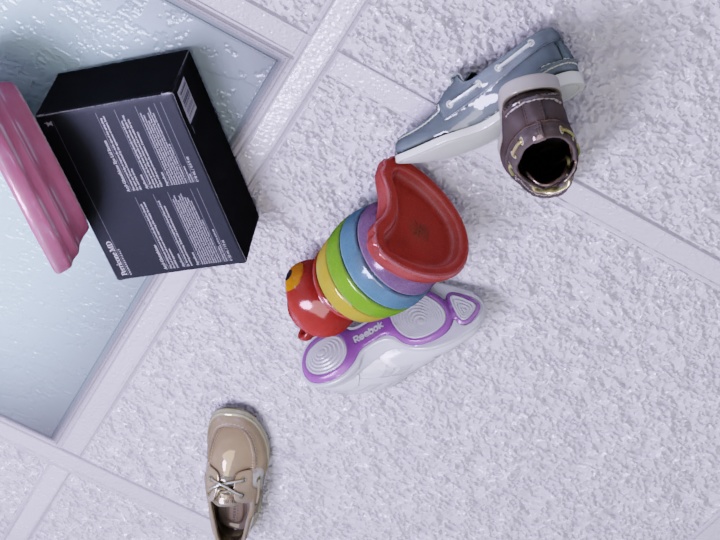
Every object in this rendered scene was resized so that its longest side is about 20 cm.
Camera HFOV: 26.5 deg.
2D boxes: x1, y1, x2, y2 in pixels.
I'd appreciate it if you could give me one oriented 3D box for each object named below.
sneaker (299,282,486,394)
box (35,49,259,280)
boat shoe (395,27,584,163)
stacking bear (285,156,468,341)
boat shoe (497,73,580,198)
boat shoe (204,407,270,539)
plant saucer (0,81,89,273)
[{"bbox_3d":[0.039,0.072,1.559,0.199,0.075,0.100,-21,153,18],"label":"sneaker"},{"bbox_3d":[-0.197,-0.096,1.445,0.140,0.079,0.201,-9,128,15],"label":"box"},{"bbox_3d":[0.108,-0.151,1.363,0.199,0.073,0.062,-25,78,36],"label":"boat shoe"},{"bbox_3d":[0.000,0.000,1.472,0.113,0.122,0.200,29,139,-26],"label":"stacking bear"},{"bbox_3d":[0.157,-0.101,1.328,0.071,0.060,0.200,-12,158,5],"label":"boat shoe"},{"bbox_3d":[-0.143,0.239,1.726,0.072,0.065,0.201,8,131,4],"label":"boat shoe"},{"bbox_3d":[-0.307,-0.096,1.416,0.051,0.201,0.201,-28,127,-11],"label":"plant saucer"}]
